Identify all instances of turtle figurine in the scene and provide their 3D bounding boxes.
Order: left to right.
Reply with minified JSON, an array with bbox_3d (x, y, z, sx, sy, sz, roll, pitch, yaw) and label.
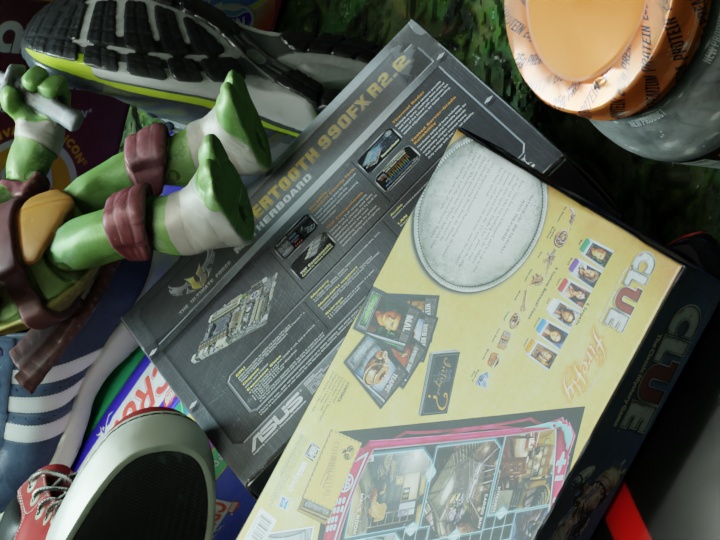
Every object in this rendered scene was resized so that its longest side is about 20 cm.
[{"bbox_3d":[-0.150,-0.050,1.310,0.193,0.144,0.201,-15,86,15],"label":"turtle figurine"}]

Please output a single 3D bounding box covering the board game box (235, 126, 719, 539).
[{"bbox_3d":[0.044,0.061,1.157,0.135,0.035,0.201,34,99,40],"label":"board game box"}]

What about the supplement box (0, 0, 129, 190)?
[{"bbox_3d":[-0.184,-0.086,1.475,0.086,0.110,0.201,37,118,48],"label":"supplement box"}]

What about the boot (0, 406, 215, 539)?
[{"bbox_3d":[-0.124,0.109,1.327,0.145,0.072,0.201,-107,31,-47],"label":"boot"}]

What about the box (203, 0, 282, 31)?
[{"bbox_3d":[-0.126,-0.192,1.573,0.200,0.094,0.103,37,117,48],"label":"box"}]

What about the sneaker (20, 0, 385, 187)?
[{"bbox_3d":[-0.072,-0.079,1.421,0.074,0.199,0.081,-83,12,-48],"label":"sneaker"}]

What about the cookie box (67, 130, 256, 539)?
[{"bbox_3d":[-0.095,0.057,1.474,0.171,0.075,0.201,-51,34,31],"label":"cookie box"}]

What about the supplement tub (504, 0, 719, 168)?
[{"bbox_3d":[0.159,-0.097,1.095,0.122,0.199,0.124,-10,78,52],"label":"supplement tub"}]

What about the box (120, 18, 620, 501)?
[{"bbox_3d":[0.000,0.000,1.295,0.200,0.048,0.158,-46,36,1],"label":"box"}]

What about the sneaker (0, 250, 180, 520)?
[{"bbox_3d":[-0.170,0.043,1.446,0.201,0.084,0.075,-58,31,23],"label":"sneaker"}]

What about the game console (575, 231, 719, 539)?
[{"bbox_3d":[0.110,0.110,1.131,0.177,0.031,0.201,-39,56,23],"label":"game console"}]
